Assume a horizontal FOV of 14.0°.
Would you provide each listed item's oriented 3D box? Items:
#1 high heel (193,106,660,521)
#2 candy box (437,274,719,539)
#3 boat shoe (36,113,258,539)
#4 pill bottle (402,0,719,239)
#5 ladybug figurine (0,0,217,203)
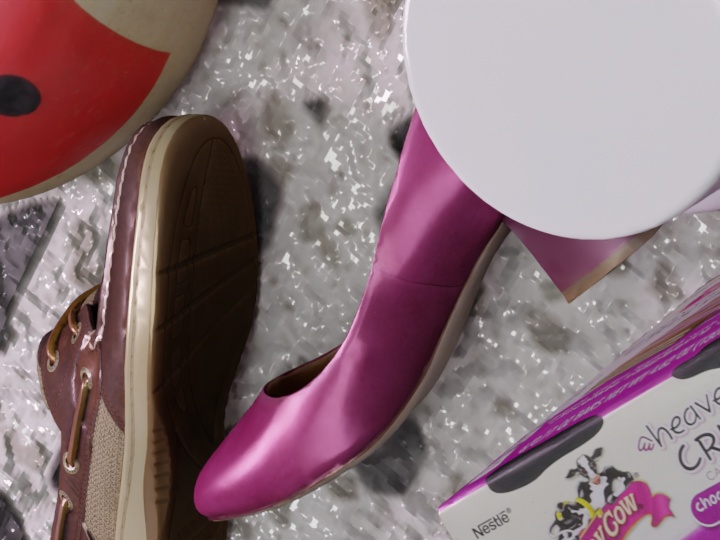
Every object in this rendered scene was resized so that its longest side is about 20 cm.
[{"bbox_3d":[0.000,0.000,0.963,0.200,0.067,0.096,-38,96,19],"label":"high heel"},{"bbox_3d":[0.125,0.027,0.820,0.136,0.200,0.061,-34,89,32],"label":"candy box"},{"bbox_3d":[-0.084,0.036,1.025,0.072,0.072,0.201,17,120,23],"label":"boat shoe"},{"bbox_3d":[0.100,-0.081,0.799,0.113,0.200,0.115,10,111,27],"label":"pill bottle"},{"bbox_3d":[-0.133,-0.091,1.007,0.200,0.072,0.136,-38,86,34],"label":"ladybug figurine"}]
